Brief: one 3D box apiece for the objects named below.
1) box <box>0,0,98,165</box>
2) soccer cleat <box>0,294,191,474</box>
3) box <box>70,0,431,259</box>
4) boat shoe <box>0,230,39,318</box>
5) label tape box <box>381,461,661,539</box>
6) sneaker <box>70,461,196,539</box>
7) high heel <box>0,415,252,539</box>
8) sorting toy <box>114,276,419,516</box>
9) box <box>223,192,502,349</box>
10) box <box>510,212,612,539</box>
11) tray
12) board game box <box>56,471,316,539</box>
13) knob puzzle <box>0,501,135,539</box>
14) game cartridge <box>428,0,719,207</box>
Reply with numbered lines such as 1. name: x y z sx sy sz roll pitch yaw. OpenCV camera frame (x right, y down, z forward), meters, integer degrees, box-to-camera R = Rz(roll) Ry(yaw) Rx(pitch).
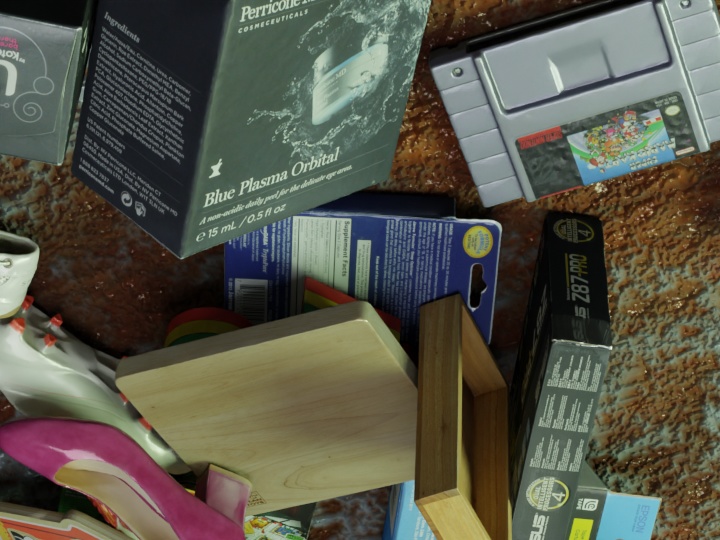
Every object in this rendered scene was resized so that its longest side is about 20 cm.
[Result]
1. box: -0.230 -0.172 1.517 0.122 0.200 0.106 10 125 -6
2. soccer cleat: -0.209 0.094 1.787 0.200 0.069 0.078 36 124 -14
3. box: -0.066 -0.140 1.527 0.117 0.196 0.200 37 131 30
4. boat shoe: -0.327 -0.032 1.700 0.200 0.071 0.069 18 122 -21
5. label tape box: 0.121 0.203 1.852 0.199 0.063 0.145 6 125 -6
6. sneaker: -0.150 0.185 1.829 0.200 0.073 0.077 41 85 -20
7. high heel: -0.178 0.174 1.733 0.200 0.096 0.067 21 145 -15
8. sorting toy: -0.045 0.085 1.739 0.199 0.070 0.199 -14 139 20
9. box: 0.000 0.000 1.733 0.199 0.032 0.121 4 126 0
10. box: 0.141 0.084 1.711 0.049 0.161 0.200 7 125 -3
11. tray: 0.073 0.120 1.675 0.037 0.200 0.099 -19 126 16
12. board game box: -0.141 0.197 1.878 0.199 0.023 0.105 12 125 -7
13. knob puzzle: -0.194 0.259 1.849 0.219 0.030 0.220 20 144 15
14. game cartridge: 0.161 -0.122 1.646 0.199 0.038 0.130 -16 119 12
